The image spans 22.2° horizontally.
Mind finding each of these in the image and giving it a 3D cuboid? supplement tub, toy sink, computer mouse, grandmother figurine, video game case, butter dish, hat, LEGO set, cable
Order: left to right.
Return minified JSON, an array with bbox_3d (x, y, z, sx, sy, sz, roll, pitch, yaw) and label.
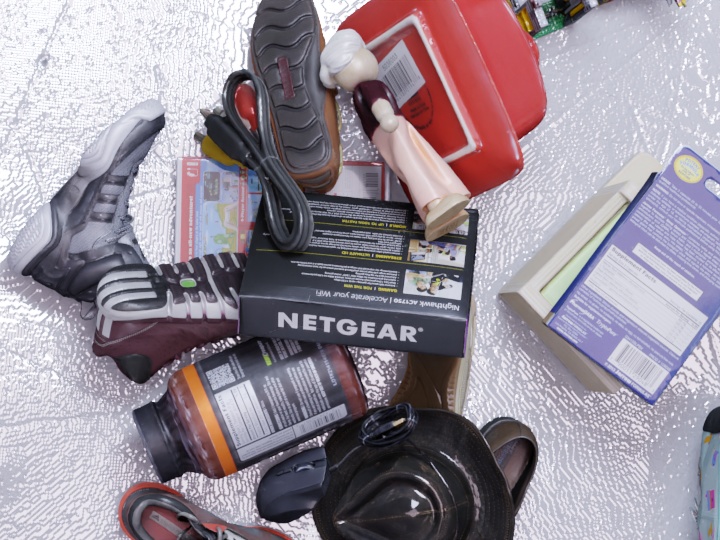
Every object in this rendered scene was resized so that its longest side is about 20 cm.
[{"bbox_3d":[-0.101,0.119,1.642,0.199,0.107,0.108,-23,90,-6],"label":"supplement tub"},{"bbox_3d":[-0.082,-0.102,1.623,0.200,0.050,0.097,48,115,34],"label":"cable"},{"bbox_3d":[-0.072,-0.031,1.695,0.199,0.017,0.144,1,88,-6],"label":"video game case"},{"bbox_3d":[-0.027,0.167,1.629,0.034,0.059,0.200,36,124,-27],"label":"computer mouse"},{"bbox_3d":[0.027,-0.124,1.606,0.060,0.121,0.201,-27,75,-15],"label":"grandmother figurine"},{"bbox_3d":[0.032,0.216,1.624,0.199,0.081,0.202,4,99,26],"label":"hat"},{"bbox_3d":[0.099,-0.176,1.654,0.147,0.200,0.200,-26,91,-29],"label":"butter dish"},{"bbox_3d":[0.200,-0.297,1.683,0.199,0.116,0.155,-14,89,-7],"label":"LEGO set"},{"bbox_3d":[0.247,-0.003,1.680,0.200,0.112,0.130,-44,93,-6],"label":"toy sink"}]

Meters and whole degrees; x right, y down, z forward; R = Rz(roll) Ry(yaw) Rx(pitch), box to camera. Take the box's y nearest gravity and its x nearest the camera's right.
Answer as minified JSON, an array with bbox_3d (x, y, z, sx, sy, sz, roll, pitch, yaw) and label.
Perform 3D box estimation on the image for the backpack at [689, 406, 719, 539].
[{"bbox_3d":[0.390,0.225,1.666,0.175,0.153,0.201,5,78,-4],"label":"backpack"}]

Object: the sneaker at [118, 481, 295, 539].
[{"bbox_3d":[-0.127,0.256,1.645,0.199,0.082,0.077,22,86,-5],"label":"sneaker"}]

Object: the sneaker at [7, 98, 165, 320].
[{"bbox_3d":[-0.218,-0.051,1.654,0.114,0.075,0.200,40,90,-4],"label":"sneaker"}]

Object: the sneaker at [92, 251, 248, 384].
[{"bbox_3d":[-0.152,0.048,1.651,0.199,0.116,0.076,1,45,-26],"label":"sneaker"}]

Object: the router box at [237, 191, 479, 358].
[{"bbox_3d":[0.000,0.000,1.609,0.199,0.150,0.051,6,132,4],"label":"router box"}]

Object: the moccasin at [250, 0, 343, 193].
[{"bbox_3d":[-0.051,-0.169,1.674,0.073,0.078,0.202,-19,71,7],"label":"moccasin"}]

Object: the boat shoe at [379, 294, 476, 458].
[{"bbox_3d":[0.067,0.112,1.676,0.072,0.065,0.201,16,103,21],"label":"boat shoe"}]

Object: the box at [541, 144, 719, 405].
[{"bbox_3d":[0.267,0.003,1.610,0.121,0.032,0.200,37,91,-4],"label":"box"}]

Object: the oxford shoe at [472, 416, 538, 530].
[{"bbox_3d":[0.100,0.227,1.671,0.072,0.084,0.201,26,88,-9],"label":"oxford shoe"}]
